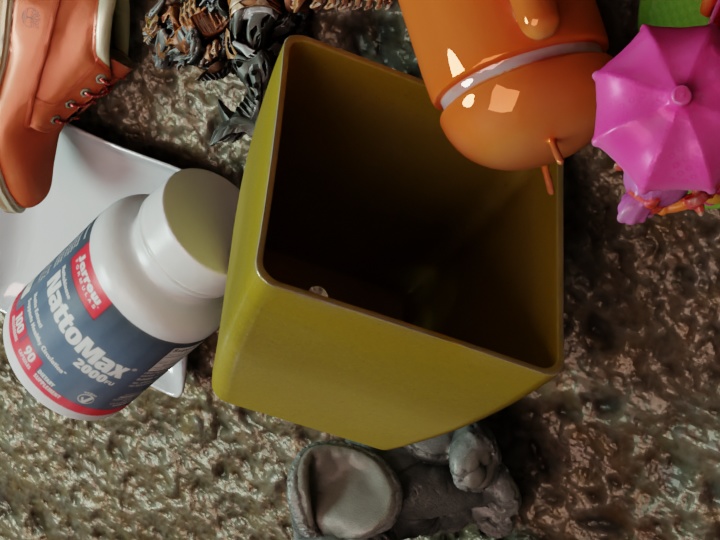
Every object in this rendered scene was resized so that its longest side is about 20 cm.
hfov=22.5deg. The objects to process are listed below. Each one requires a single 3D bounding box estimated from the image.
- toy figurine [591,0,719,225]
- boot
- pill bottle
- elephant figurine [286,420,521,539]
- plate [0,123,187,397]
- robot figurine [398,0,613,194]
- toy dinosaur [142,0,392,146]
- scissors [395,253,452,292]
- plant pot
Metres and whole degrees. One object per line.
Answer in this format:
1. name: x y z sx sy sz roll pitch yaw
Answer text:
1. toy figurine: 0.187 -0.089 1.040 0.150 0.184 0.200 32 127 16
2. boot: -0.222 -0.130 1.331 0.107 0.075 0.201 11 113 5
3. pill bottle: -0.163 0.015 1.320 0.120 0.120 0.200 51 128 1
4. elephant figurine: 0.002 0.174 1.270 0.155 0.200 0.142 36 152 55
5. plate: -0.204 -0.023 1.424 0.199 0.032 0.200 23 124 21
6. robot figurine: 0.088 -0.147 1.100 0.144 0.116 0.201 -28 74 43
7. toy dinosaur: -0.070 -0.159 1.235 0.200 0.102 0.136 -9 92 58
8. scissors: 0.000 0.000 1.318 0.199 0.014 0.073 23 126 23
9. plant pot: 0.002 0.004 1.169 0.199 0.201 0.177 18 139 -16
